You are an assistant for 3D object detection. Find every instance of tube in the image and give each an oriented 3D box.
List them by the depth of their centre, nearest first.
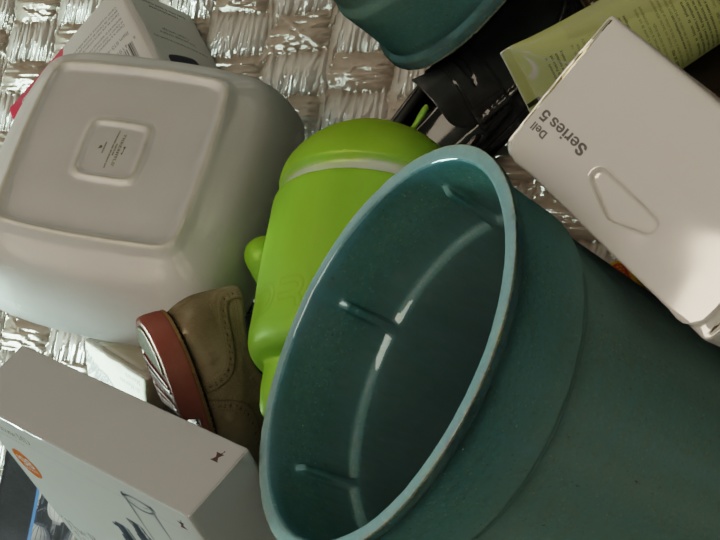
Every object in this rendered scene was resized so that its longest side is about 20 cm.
[{"bbox_3d":[0.175,-0.144,0.785,0.200,0.052,0.058,-33,81,1],"label":"tube"}]

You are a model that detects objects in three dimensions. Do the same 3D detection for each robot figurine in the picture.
[{"bbox_3d":[0.000,0.000,0.824,0.175,0.115,0.201,-16,55,41],"label":"robot figurine"}]

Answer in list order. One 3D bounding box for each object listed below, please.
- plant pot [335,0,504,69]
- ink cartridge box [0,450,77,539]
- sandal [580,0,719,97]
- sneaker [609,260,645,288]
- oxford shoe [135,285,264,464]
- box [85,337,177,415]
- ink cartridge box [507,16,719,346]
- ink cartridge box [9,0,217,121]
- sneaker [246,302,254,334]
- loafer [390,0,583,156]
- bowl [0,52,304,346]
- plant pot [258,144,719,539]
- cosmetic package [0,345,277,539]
[{"bbox_3d":[-0.004,-0.255,0.852,0.200,0.196,0.201,-45,30,35],"label":"plant pot"},{"bbox_3d":[-0.243,0.208,1.097,0.099,0.039,0.201,6,86,38],"label":"ink cartridge box"},{"bbox_3d":[0.171,-0.162,0.842,0.081,0.055,0.201,-23,81,4],"label":"sandal"},{"bbox_3d":[0.088,0.038,0.869,0.199,0.073,0.077,-7,51,37],"label":"sneaker"},{"bbox_3d":[-0.068,0.104,0.871,0.070,0.075,0.201,33,145,59],"label":"oxford shoe"},{"bbox_3d":[-0.130,0.138,0.951,0.082,0.068,0.201,23,121,46],"label":"box"},{"bbox_3d":[0.185,-0.025,0.706,0.084,0.200,0.146,-51,56,14],"label":"ink cartridge box"},{"bbox_3d":[-0.162,-0.086,1.063,0.145,0.084,0.200,-42,58,23],"label":"ink cartridge box"},{"bbox_3d":[-0.045,0.065,0.958,0.087,0.076,0.200,-39,69,20],"label":"sneaker"},{"bbox_3d":[0.067,-0.107,0.899,0.201,0.070,0.068,-52,55,18],"label":"loafer"},{"bbox_3d":[-0.151,-0.058,0.925,0.199,0.075,0.201,10,65,15],"label":"bowl"},{"bbox_3d":[0.084,0.072,0.687,0.200,0.196,0.201,-44,32,36],"label":"plant pot"},{"bbox_3d":[-0.113,0.132,0.793,0.199,0.151,0.052,17,53,42],"label":"cosmetic package"}]
